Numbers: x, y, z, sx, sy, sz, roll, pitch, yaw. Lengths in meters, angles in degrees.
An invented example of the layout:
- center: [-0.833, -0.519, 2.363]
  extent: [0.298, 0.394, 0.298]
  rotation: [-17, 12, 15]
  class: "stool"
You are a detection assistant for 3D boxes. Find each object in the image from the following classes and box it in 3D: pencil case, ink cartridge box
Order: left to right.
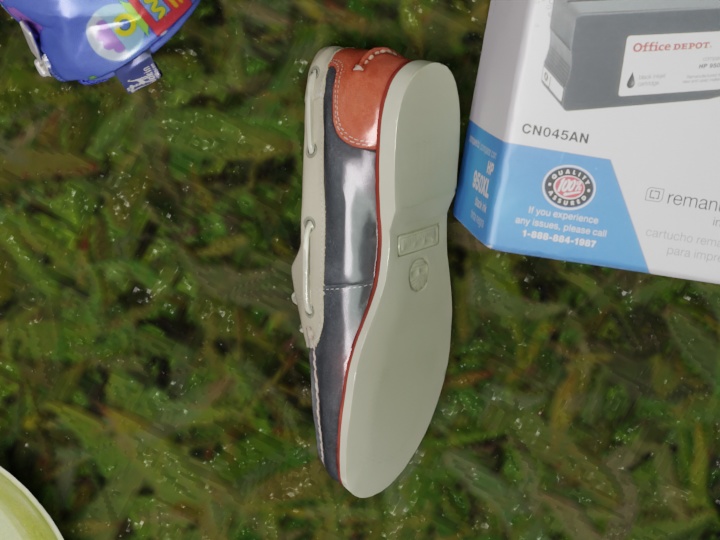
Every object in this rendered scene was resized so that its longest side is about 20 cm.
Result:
- center: [-0.148, -0.162, 0.847]
  extent: [0.087, 0.078, 0.200]
  rotation: [-43, 110, -4]
  class: "pencil case"
- center: [0.132, -0.103, 0.899]
  extent: [0.144, 0.084, 0.201]
  rotation: [8, 100, -8]
  class: "ink cartridge box"

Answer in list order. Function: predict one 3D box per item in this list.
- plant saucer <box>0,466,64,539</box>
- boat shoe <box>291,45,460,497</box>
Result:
- center: [-0.225, 0.162, 0.941]
  extent: [0.199, 0.031, 0.201]
  rotation: [-1, 102, -7]
  class: "plant saucer"
- center: [0.000, 0.000, 0.919]
  extent: [0.062, 0.071, 0.201]
  rotation: [14, 106, 34]
  class: "boat shoe"
